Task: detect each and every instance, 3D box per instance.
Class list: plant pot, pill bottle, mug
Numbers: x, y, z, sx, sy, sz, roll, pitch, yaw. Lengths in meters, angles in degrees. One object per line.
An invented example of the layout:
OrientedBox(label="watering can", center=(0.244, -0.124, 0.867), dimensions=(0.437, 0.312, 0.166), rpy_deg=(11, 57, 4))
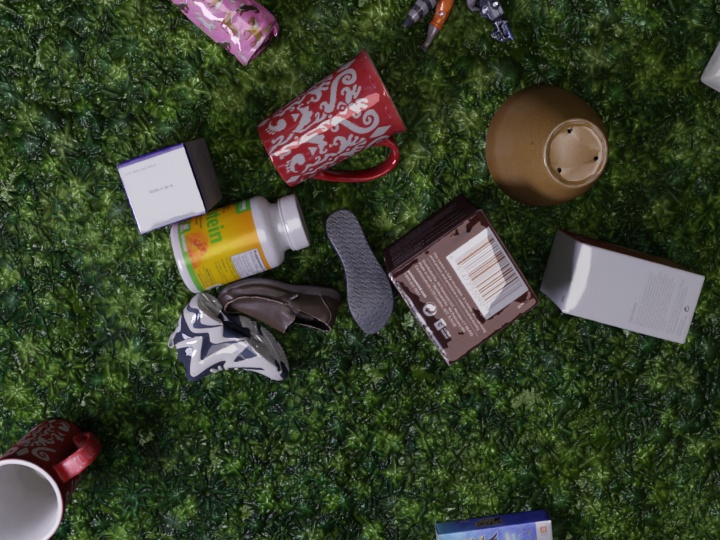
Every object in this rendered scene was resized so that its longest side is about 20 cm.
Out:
OrientedBox(label="plant pot", center=(0.292, -0.177, 1.299), dimensions=(0.181, 0.200, 0.192), rpy_deg=(0, 101, -2))
OrientedBox(label="pill bottle", center=(-0.181, -0.048, 1.350), dimensions=(0.195, 0.111, 0.114), rpy_deg=(-18, 100, 1))
OrientedBox(label="mug", center=(-0.036, -0.202, 1.321), dimensions=(0.197, 0.134, 0.180), rpy_deg=(-28, 98, 7))
OrientedBox(label="mug", center=(-0.474, 0.315, 1.352), dimensions=(0.173, 0.200, 0.137), rpy_deg=(-4, 100, -2))

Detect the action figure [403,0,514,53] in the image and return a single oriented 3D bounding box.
OrientedBox(label="action figure", center=(0.152, -0.409, 1.305), dimensions=(0.192, 0.105, 0.201), rpy_deg=(-36, 97, 14))

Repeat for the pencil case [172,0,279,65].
OrientedBox(label="pencil case", center=(-0.212, -0.398, 1.303), dimensions=(0.199, 0.086, 0.083), rpy_deg=(42, 65, -9))

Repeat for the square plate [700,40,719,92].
OrientedBox(label="square plate", center=(0.660, -0.343, 1.369), dimensions=(0.195, 0.028, 0.203), rpy_deg=(26, 98, -6))

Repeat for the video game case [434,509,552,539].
OrientedBox(label="video game case", center=(0.233, 0.513, 1.498), dimensions=(0.195, 0.045, 0.186), rpy_deg=(-7, 99, 0))

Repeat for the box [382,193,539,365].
OrientedBox(label="box", center=(0.144, 0.008, 1.326), dimensions=(0.163, 0.200, 0.167), rpy_deg=(-35, 99, 5))

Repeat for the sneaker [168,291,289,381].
OrientedBox(label="sneaker", center=(-0.219, 0.137, 1.405), dimensions=(0.197, 0.080, 0.129), rpy_deg=(34, 116, -26))

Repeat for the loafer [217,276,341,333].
OrientedBox(label="loafer", center=(-0.124, 0.059, 1.370), dimensions=(0.195, 0.073, 0.073), rpy_deg=(3, 66, -10))

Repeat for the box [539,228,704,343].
OrientedBox(label="box", center=(0.399, 0.021, 1.361), dimensions=(0.195, 0.152, 0.109), rpy_deg=(15, 100, -5))

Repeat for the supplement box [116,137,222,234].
OrientedBox(label="supplement box", center=(-0.273, -0.129, 1.288), dimensions=(0.099, 0.200, 0.106), rpy_deg=(-17, 102, 2))

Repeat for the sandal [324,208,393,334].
OrientedBox(label="sandal", center=(0.000, -0.001, 1.406), dimensions=(0.074, 0.043, 0.205), rpy_deg=(-17, 91, -6))
